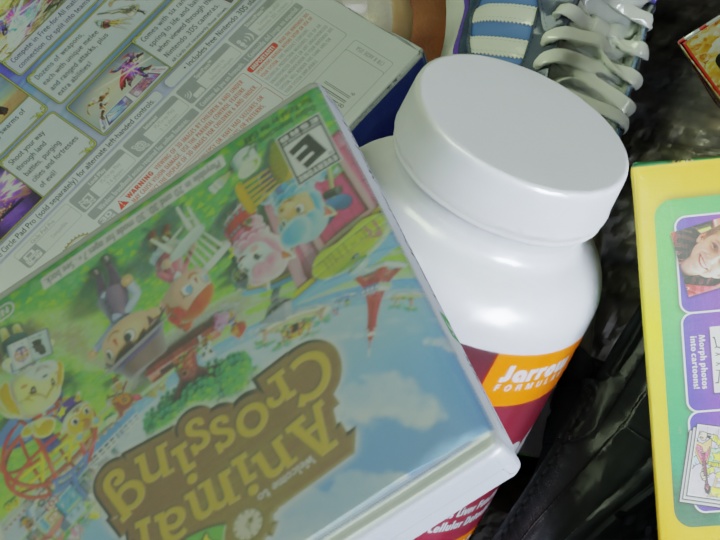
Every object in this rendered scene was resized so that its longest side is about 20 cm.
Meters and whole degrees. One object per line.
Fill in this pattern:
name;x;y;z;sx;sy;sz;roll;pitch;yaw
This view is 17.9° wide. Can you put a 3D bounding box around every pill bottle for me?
pill bottle;0.023;0.023;0.877;0.200;0.113;0.113;-65;35;32

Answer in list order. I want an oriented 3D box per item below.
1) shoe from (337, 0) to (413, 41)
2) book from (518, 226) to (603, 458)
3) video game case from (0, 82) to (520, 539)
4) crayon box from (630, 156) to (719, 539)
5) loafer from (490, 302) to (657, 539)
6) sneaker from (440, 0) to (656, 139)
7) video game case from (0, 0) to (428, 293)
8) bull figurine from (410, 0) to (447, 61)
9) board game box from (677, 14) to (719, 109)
shoe;-0.038;-0.046;1.033;0.070;0.053;0.200;44;123;39
book;0.000;0.000;0.969;0.200;0.134;0.048;10;20;23
video game case;-0.064;0.050;0.792;0.200;0.022;0.182;-33;50;8
crayon box;0.165;0.056;0.823;0.118;0.058;0.201;-5;77;13
loafer;0.104;0.057;0.904;0.070;0.068;0.201;41;94;26
sneaker;0.104;-0.118;0.993;0.146;0.080;0.200;-42;36;37
video game case;-0.099;-0.049;0.927;0.181;0.045;0.200;35;74;29
bull figurine;0.013;-0.093;1.090;0.121;0.065;0.200;-16;51;25
board game box;0.240;-0.066;0.935;0.151;0.046;0.200;-33;46;9
